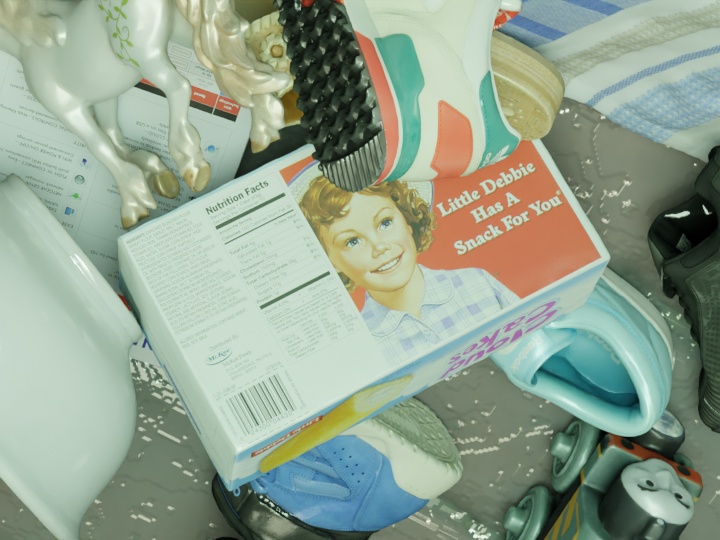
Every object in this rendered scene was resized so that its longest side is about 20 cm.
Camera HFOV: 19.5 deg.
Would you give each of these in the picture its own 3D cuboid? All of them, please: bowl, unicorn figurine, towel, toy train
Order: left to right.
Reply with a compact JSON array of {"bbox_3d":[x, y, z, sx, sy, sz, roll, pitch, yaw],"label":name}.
[{"bbox_3d":[-0.162,0.021,0.955,0.090,0.201,0.202,-39,113,-9],"label":"bowl"},{"bbox_3d":[-0.119,-0.089,0.929,0.199,0.074,0.138,-28,99,31],"label":"unicorn figurine"},{"bbox_3d":[0.112,0.165,1.098,0.085,0.114,0.201,25,117,-12],"label":"toy train"},{"bbox_3d":[0.147,-0.090,0.935,0.199,0.024,0.146,21,161,-28],"label":"towel"}]

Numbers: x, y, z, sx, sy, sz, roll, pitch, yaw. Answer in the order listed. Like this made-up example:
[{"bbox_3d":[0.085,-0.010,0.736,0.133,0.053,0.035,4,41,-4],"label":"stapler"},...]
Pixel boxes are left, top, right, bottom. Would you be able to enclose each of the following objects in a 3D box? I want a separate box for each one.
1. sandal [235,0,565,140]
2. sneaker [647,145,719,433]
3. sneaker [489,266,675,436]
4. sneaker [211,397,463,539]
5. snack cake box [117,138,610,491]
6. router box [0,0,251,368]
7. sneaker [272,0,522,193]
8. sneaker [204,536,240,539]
[{"bbox_3d":[-0.018,-0.090,0.928,0.210,0.070,0.078,22,156,6],"label":"sandal"},{"bbox_3d":[0.180,0.005,1.024,0.090,0.067,0.201,21,144,9],"label":"sneaker"},{"bbox_3d":[0.076,0.011,1.034,0.199,0.082,0.074,31,114,-10],"label":"sneaker"},{"bbox_3d":[-0.048,0.084,1.067,0.111,0.077,0.200,-40,131,17],"label":"sneaker"},{"bbox_3d":[0.000,0.000,0.967,0.199,0.067,0.116,-26,74,-15],"label":"snack cake box"},{"bbox_3d":[-0.159,-0.066,1.023,0.198,0.049,0.181,19,118,-8],"label":"router box"},{"bbox_3d":[0.015,-0.129,0.885,0.093,0.202,0.070,-2,161,-29],"label":"sneaker"},{"bbox_3d":[-0.027,0.191,1.125,0.087,0.076,0.201,-16,145,4],"label":"sneaker"}]
